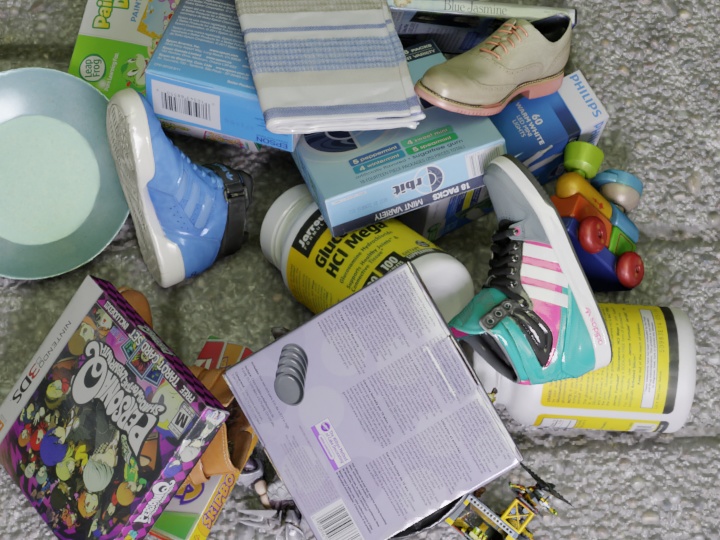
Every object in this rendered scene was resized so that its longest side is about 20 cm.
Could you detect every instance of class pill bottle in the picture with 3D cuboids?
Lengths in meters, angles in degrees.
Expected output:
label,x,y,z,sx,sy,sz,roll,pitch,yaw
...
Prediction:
label,x,y,z,sx,sy,sz,roll,pitch,yaw
pill bottle,0.000,0.000,1.550,0.112,0.113,0.199,-40,47,-17
pill bottle,0.194,0.085,1.563,0.198,0.113,0.114,4,69,-5

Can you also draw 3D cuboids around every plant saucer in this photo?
label,x,y,z,sx,sy,sz,roll,pitch,yaw
plant saucer,-0.307,-0.088,1.616,0.199,0.039,0.203,1,79,-4

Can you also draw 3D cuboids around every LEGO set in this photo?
label,x,y,z,sx,sy,sz,roll,pitch,yaw
LEGO set,0.100,0.165,1.511,0.200,0.154,0.116,39,88,17

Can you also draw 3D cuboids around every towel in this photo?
label,x,y,z,sx,sy,sz,roll,pitch,yaw
towel,-0.035,-0.204,1.528,0.145,0.024,0.202,-5,58,-18

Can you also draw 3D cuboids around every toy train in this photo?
label,x,y,z,sx,sy,sz,roll,pitch,yaw
toy train,0.193,-0.070,1.591,0.084,0.200,0.117,-3,61,41

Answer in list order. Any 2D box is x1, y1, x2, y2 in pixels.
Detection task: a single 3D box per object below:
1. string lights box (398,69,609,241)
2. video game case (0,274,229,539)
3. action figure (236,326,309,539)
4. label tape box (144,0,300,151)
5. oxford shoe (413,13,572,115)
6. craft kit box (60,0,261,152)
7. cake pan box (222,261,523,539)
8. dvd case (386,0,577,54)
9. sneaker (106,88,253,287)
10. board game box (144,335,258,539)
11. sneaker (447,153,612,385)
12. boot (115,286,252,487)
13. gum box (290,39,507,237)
label,x,y,z,sx,sy,sz,roll,pitch,yaw
string lights box,0.130,-0.106,1.641,0.199,0.103,0.059,-27,72,-14
video game case,-0.222,0.132,1.472,0.200,0.036,0.182,43,102,36
action figure,-0.054,0.154,1.540,0.129,0.070,0.202,-1,60,14
label tape box,-0.098,-0.215,1.585,0.142,0.066,0.201,14,52,8
oxford shoe,0.120,-0.191,1.541,0.071,0.074,0.199,34,34,25
craft kit box,-0.167,-0.233,1.659,0.195,0.049,0.202,12,80,11
cake pan box,0.013,0.122,1.422,0.183,0.052,0.201,-32,84,8
dvd case,0.098,-0.234,1.665,0.198,0.143,0.018,4,83,-4
sneaker,-0.158,-0.089,1.573,0.110,0.202,0.077,-25,33,-20
board game box,-0.142,0.159,1.525,0.095,0.030,0.201,15,73,38
sneaker,0.121,0.011,1.468,0.120,0.084,0.202,-23,84,-14
boot,-0.163,0.098,1.506,0.154,0.077,0.202,-13,57,29
gum box,0.023,-0.125,1.570,0.168,0.045,0.201,-19,37,-6
